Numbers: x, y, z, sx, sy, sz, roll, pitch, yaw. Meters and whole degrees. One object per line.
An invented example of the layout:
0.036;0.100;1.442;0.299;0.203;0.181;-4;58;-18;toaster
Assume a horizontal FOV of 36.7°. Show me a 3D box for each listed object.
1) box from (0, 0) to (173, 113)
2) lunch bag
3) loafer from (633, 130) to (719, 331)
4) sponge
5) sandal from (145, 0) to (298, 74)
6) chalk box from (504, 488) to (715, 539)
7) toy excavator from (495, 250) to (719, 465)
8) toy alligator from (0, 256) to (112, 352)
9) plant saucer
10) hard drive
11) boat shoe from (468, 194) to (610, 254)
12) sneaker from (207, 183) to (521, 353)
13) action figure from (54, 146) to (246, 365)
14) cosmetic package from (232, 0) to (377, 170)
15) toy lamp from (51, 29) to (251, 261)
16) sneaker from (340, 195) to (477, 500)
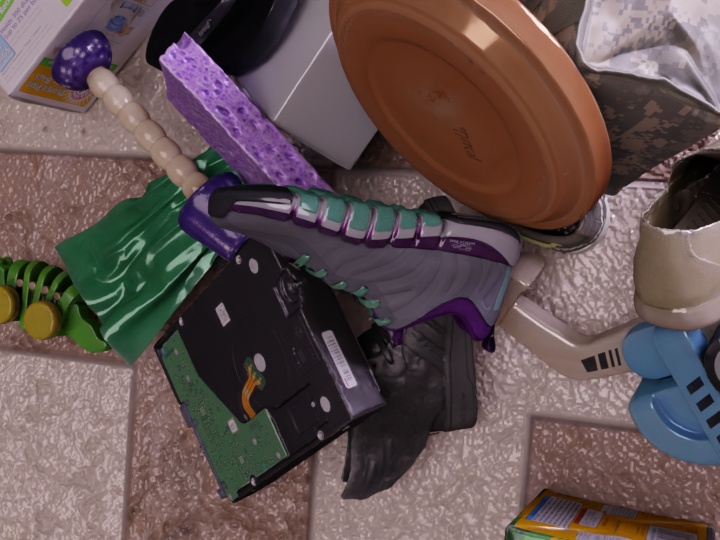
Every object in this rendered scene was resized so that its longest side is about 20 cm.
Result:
-0.215;-0.236;0.839;0.113;0.101;0.200;47;105;13;box
0.159;-0.171;0.647;0.116;0.164;0.203;16;77;-9;lunch bag
0.226;-0.049;0.645;0.075;0.200;0.069;15;141;37;loafer
-0.062;-0.068;0.752;0.030;0.112;0.200;-43;94;-9;sponge
-0.109;-0.178;0.777;0.199;0.043;0.077;-3;67;51;sandal
0.150;0.262;0.697;0.122;0.125;0.204;9;92;19;chalk box
0.188;0.057;0.695;0.199;0.100;0.196;-26;102;40;toy excavator
-0.282;0.013;0.888;0.197;0.059;0.055;18;96;19;toy alligator
0.055;-0.098;0.632;0.199;0.201;0.032;39;73;16;plant saucer
-0.072;0.072;0.771;0.200;0.037;0.141;-41;71;47;hard drive
0.083;-0.082;0.752;0.201;0.060;0.073;36;103;16;boat shoe
0.000;0.000;0.668;0.196;0.074;0.089;9;96;-6;sneaker
-0.132;-0.036;0.836;0.199;0.055;0.119;-40;76;9;action figure
0.001;-0.187;0.749;0.201;0.080;0.113;-54;38;15;cosmetic package
-0.146;-0.088;0.791;0.200;0.058;0.058;45;104;13;toy lamp
0.025;0.054;0.749;0.102;0.060;0.203;-8;106;-4;sneaker
